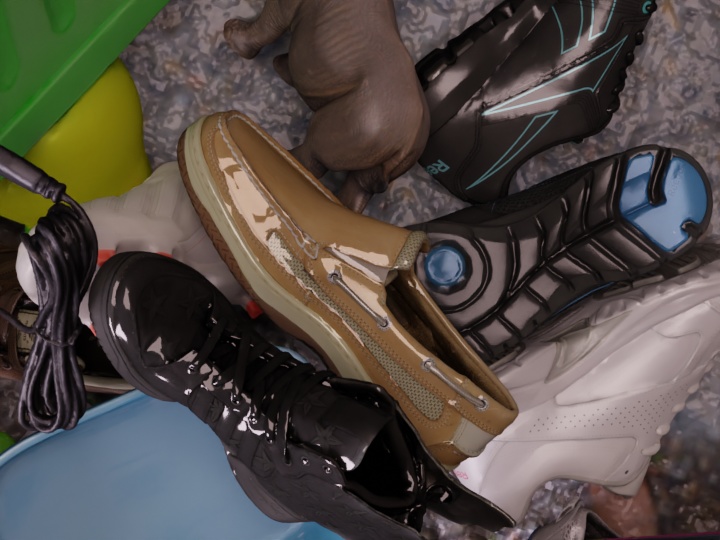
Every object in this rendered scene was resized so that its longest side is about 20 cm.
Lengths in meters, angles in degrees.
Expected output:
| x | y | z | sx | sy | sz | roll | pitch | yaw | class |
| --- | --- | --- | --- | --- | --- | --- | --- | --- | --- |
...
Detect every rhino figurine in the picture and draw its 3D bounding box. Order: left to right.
| x | y | z | sx | sy | sz | roll | pitch | yaw | class |
| --- | --- | --- | --- | --- | --- | --- | --- | --- | --- |
| -0.018 | -0.121 | 1.395 | 0.087 | 0.060 | 0.201 | -32 | 61 | 34 | rhino figurine |

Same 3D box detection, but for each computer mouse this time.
| x | y | z | sx | sy | sz | roll | pitch | yaw | class |
| --- | --- | --- | --- | --- | --- | --- | --- | --- | --- |
| -0.202 | -0.014 | 1.270 | 0.199 | 0.141 | 0.046 | 32 | 44 | 19 | computer mouse |

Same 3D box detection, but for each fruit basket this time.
| x | y | z | sx | sy | sz | roll | pitch | yaw | class |
| --- | --- | --- | --- | --- | --- | --- | --- | --- | --- |
| -0.172 | -0.101 | 1.370 | 0.155 | 0.216 | 0.216 | 25 | 86 | 21 | fruit basket |

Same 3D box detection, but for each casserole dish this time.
| x | y | z | sx | sy | sz | roll | pitch | yaw | class |
| --- | --- | --- | --- | --- | --- | --- | --- | --- | --- |
| -0.093 | 0.108 | 1.345 | 0.199 | 0.039 | 0.122 | -23 | 107 | -15 | casserole dish |

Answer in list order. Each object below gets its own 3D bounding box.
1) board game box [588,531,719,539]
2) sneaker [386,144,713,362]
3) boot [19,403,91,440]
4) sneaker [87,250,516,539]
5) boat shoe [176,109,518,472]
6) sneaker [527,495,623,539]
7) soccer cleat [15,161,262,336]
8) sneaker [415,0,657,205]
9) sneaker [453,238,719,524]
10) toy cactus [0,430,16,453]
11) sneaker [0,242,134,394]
| x | y | z | sx | sy | sz | roll | pitch | yaw | class |
| --- | --- | --- | --- | --- | --- | --- | --- | --- | --- |
| 0.098 | 0.163 | 1.288 | 0.199 | 0.147 | 0.065 | -5 | 97 | 26 | board game box |
| 0.075 | -0.001 | 1.396 | 0.199 | 0.082 | 0.074 | -19 | 90 | 5 | sneaker |
| -0.149 | 0.169 | 1.396 | 0.095 | 0.073 | 0.201 | 32 | 74 | -28 | boot |
| -0.026 | 0.063 | 1.276 | 0.200 | 0.104 | 0.060 | 50 | 58 | -30 | sneaker |
| 0.000 | 0.000 | 1.326 | 0.076 | 0.072 | 0.200 | -34 | 100 | 29 | boat shoe |
| 0.156 | 0.186 | 1.383 | 0.199 | 0.075 | 0.082 | 32 | 127 | -1 | sneaker |
| -0.093 | -0.017 | 1.355 | 0.069 | 0.200 | 0.078 | -45 | 64 | 30 | soccer cleat |
| 0.104 | -0.113 | 1.420 | 0.200 | 0.075 | 0.079 | -41 | 100 | 6 | sneaker |
| 0.128 | 0.056 | 1.412 | 0.199 | 0.078 | 0.100 | -27 | 106 | -4 | sneaker |
| -0.249 | 0.067 | 1.318 | 0.200 | 0.165 | 0.102 | 37 | 98 | -18 | toy cactus |
| -0.160 | 0.021 | 1.391 | 0.199 | 0.076 | 0.071 | 6 | 87 | -3 | sneaker |
